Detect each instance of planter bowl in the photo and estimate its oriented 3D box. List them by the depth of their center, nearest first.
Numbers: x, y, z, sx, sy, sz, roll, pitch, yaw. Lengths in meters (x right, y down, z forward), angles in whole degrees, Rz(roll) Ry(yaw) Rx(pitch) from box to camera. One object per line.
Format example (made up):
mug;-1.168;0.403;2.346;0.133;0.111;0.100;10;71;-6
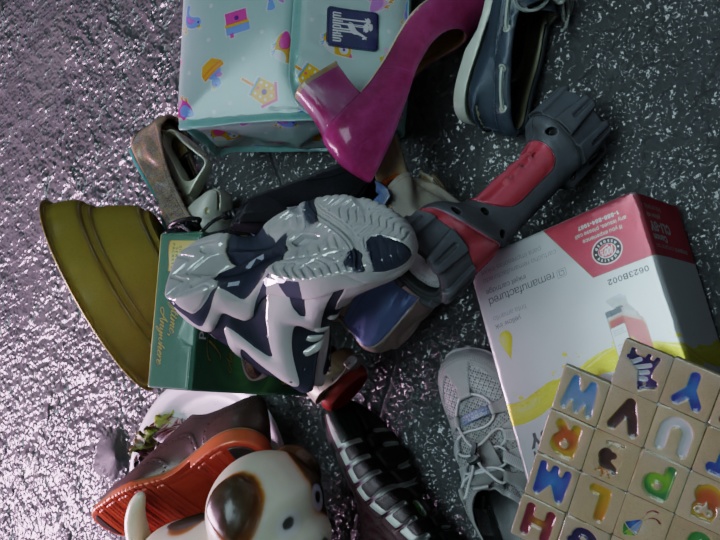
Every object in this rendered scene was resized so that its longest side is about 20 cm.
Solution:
planter bowl;-0.208;0.004;1.083;0.083;0.201;0.202;-29;66;-1

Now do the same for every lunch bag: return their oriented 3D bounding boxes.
lunch bag;-0.050;-0.193;1.015;0.198;0.122;0.173;-1;79;18

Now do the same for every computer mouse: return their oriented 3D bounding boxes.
computer mouse;-0.076;-0.038;1.015;0.046;0.198;0.140;68;162;5

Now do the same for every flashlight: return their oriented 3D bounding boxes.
flashlight;0.101;-0.060;0.850;0.068;0.068;0.200;35;64;22

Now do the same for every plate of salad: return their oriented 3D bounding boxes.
plate of salad;-0.149;0.195;1.077;0.198;0.048;0.203;-4;82;35

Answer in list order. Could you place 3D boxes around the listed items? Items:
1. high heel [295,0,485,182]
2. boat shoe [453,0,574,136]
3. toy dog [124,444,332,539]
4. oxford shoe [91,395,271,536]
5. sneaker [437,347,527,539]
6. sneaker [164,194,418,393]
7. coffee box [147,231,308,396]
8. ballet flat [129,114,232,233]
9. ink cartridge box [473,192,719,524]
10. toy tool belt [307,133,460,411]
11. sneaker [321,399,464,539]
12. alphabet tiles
high heel;0.051;-0.152;0.932;0.096;0.199;0.067;52;158;14
boat shoe;0.129;-0.206;0.915;0.061;0.075;0.202;23;99;36
toy dog;-0.095;0.228;0.949;0.195;0.139;0.200;55;127;24
oxford shoe;-0.154;0.175;1.031;0.199;0.071;0.073;-28;34;23
sneaker;0.107;0.147;0.881;0.074;0.082;0.202;-35;66;26
sneaker;-0.028;0.025;0.833;0.197;0.130;0.080;-17;44;25
coffee box;-0.096;0.041;0.964;0.044;0.200;0.125;2;85;27
ballet flat;-0.160;-0.069;1.109;0.067;0.068;0.201;-39;65;17
ink cartridge box;0.178;0.067;0.840;0.144;0.083;0.202;-24;72;31
toy tool belt;0.000;0.000;0.944;0.123;0.125;0.200;44;103;18
sneaker;0.003;0.211;0.953;0.116;0.075;0.201;-48;61;24
alphabet tiles;0.191;0.152;0.770;0.165;0.006;0.202;23;112;22
